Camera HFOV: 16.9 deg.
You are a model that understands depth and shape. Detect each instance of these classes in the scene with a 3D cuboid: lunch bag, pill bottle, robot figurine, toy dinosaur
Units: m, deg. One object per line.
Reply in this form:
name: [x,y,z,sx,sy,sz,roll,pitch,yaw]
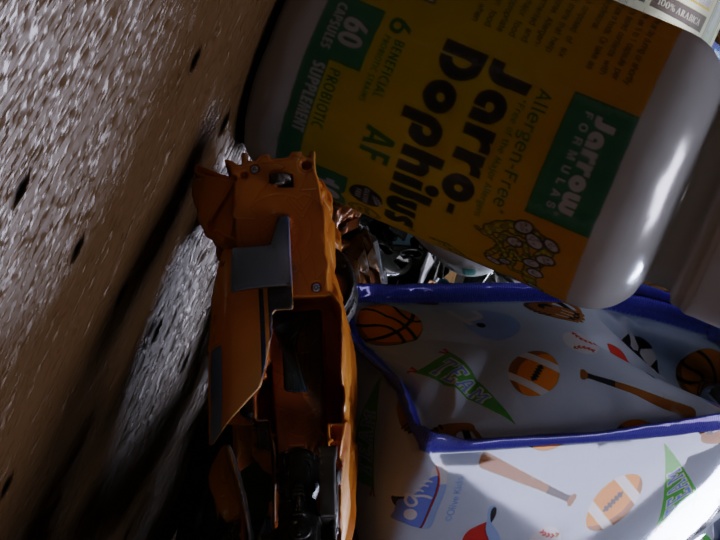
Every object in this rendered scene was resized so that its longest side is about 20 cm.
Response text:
lunch bag: [0.069,0.095,0.997,0.124,0.200,0.170,59,-39,45]
pill bottle: [0.067,-0.053,0.911,0.113,0.200,0.113,24,90,-84]
robot figurine: [-0.029,0.066,0.865,0.145,0.058,0.200,77,12,-79]
toy dinosaur: [0.000,0.000,1.072,0.136,0.102,0.200,-34,160,-42]

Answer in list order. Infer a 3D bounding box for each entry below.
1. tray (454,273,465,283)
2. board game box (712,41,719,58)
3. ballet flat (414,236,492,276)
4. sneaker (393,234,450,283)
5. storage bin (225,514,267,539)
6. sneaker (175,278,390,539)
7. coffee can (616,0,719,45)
tray: [0.057,0.040,1.222,0.200,0.022,0.107,81,24,-70]
board game box: [0.099,-0.073,1.336,0.200,0.034,0.135,11,-107,56]
ballet flat: [0.045,-0.087,1.026,0.069,0.069,0.200,100,-7,-65]
sneaker: [0.005,0.028,1.238,0.074,0.082,0.200,-55,168,-56]
storage bin: [-0.009,0.202,1.137,0.094,0.135,0.200,-29,152,-40]
sneaker: [-0.030,0.074,1.167,0.200,0.071,0.083,-63,180,-2]
coffee can: [0.116,-0.156,1.192,0.146,0.146,0.200,-2,117,-83]
